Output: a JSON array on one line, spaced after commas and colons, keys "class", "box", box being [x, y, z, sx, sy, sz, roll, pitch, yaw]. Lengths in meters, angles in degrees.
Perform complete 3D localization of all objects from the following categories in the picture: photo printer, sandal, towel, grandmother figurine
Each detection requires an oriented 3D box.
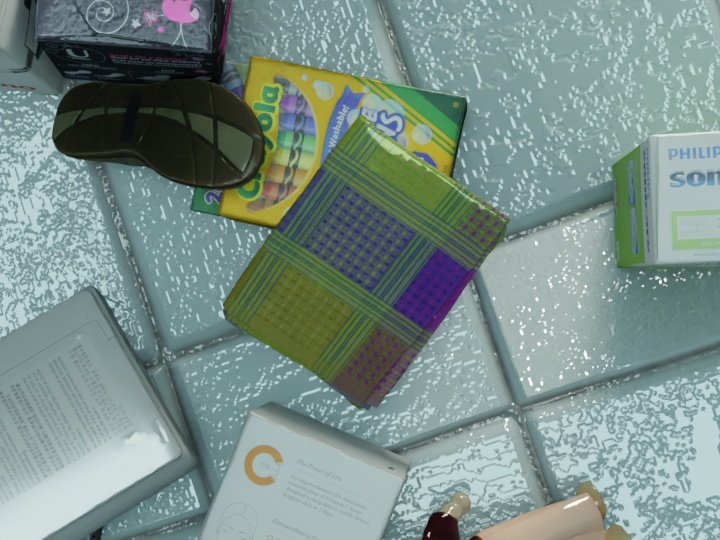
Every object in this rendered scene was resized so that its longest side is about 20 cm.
[{"class": "photo printer", "box": [-0.247, 0.130, 0.935, 0.200, 0.069, 0.167, -32, 76, -7]}, {"class": "sandal", "box": [-0.151, -0.100, 0.948, 0.200, 0.055, 0.082, 6, 77, 31]}, {"class": "towel", "box": [0.000, 0.000, 0.921, 0.144, 0.023, 0.200, 34, 113, -4]}, {"class": "grandmother figurine", "box": [0.090, 0.211, 0.893, 0.200, 0.061, 0.121, -17, 42, -20]}]

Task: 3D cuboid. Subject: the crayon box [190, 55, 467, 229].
[{"class": "crayon box", "box": [-0.028, -0.088, 0.953, 0.200, 0.052, 0.126, 12, 89, 6]}]

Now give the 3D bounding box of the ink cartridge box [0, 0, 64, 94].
[{"class": "ink cartridge box", "box": [-0.310, -0.198, 0.907, 0.146, 0.200, 0.084, 9, 86, 4]}]

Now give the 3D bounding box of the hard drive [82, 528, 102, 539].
[{"class": "hard drive", "box": [-0.311, 0.248, 0.975, 0.200, 0.038, 0.140, 8, 89, 6]}]

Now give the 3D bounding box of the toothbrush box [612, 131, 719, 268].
[{"class": "toothbrush box", "box": [0.258, -0.046, 0.852, 0.145, 0.200, 0.086, -2, 88, 4]}]

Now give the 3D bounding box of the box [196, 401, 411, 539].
[{"class": "box", "box": [-0.056, 0.215, 0.924, 0.124, 0.097, 0.200, 23, 91, 5]}]

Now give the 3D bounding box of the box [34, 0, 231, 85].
[{"class": "box", "box": [-0.161, -0.248, 0.924, 0.132, 0.115, 0.200, 4, 85, -2]}]
